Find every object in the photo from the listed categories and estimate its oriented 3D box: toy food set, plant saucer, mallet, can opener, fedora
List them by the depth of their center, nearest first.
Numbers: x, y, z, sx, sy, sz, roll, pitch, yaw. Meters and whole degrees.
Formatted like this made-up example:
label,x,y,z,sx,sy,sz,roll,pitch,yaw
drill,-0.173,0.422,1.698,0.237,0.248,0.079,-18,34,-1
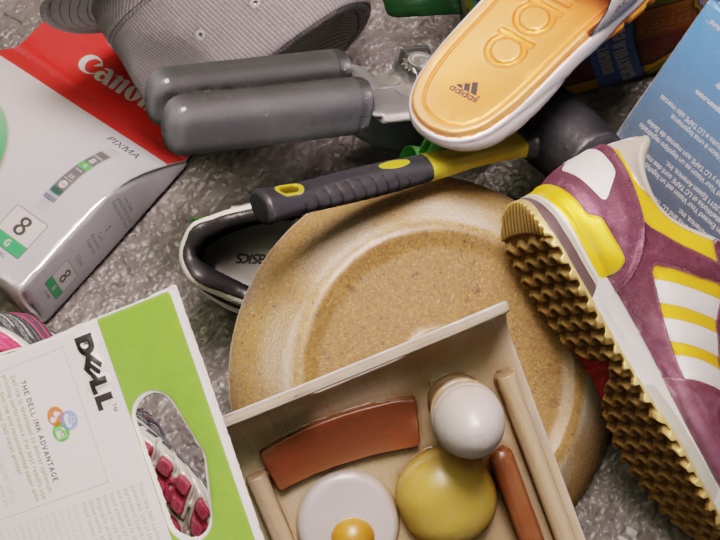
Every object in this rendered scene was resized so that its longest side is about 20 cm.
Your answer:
label,x,y,z,sx,sy,sz,roll,pitch,yaw
toy food set,0.033,0.129,0.637,0.142,0.060,0.202,-22,101,-3
mallet,0.043,-0.046,0.683,0.199,0.041,0.066,-22,47,-35
plant saucer,0.036,0.051,0.691,0.198,0.035,0.203,1,84,-11
can opener,-0.020,-0.082,0.774,0.198,0.067,0.053,-10,44,-26
fedora,-0.073,-0.144,0.814,0.198,0.177,0.091,-25,86,7

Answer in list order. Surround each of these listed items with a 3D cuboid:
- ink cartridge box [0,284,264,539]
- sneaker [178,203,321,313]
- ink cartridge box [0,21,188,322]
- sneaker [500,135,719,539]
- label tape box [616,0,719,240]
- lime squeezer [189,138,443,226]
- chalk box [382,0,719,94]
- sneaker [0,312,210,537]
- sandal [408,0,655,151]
label,x,y,z,sx,sy,sz,roll,pitch,yaw
ink cartridge box,-0.128,0.104,0.654,0.198,0.076,0.149,-21,87,20
sneaker,0.000,0.000,0.741,0.198,0.088,0.077,-2,84,12
ink cartridge box,-0.185,-0.089,0.857,0.160,0.050,0.200,32,72,23
sneaker,0.151,0.034,0.666,0.090,0.075,0.201,-32,97,-16
label tape box,0.182,-0.012,0.726,0.144,0.063,0.201,47,118,28
lime squeezer,-0.001,-0.045,0.793,0.199,0.070,0.038,-23,75,31
chalk box,0.109,-0.183,0.815,0.198,0.125,0.125,-16,59,2
sneaker,-0.136,0.085,0.738,0.200,0.075,0.081,39,115,15
sandal,0.097,-0.144,0.687,0.079,0.059,0.207,30,68,23
